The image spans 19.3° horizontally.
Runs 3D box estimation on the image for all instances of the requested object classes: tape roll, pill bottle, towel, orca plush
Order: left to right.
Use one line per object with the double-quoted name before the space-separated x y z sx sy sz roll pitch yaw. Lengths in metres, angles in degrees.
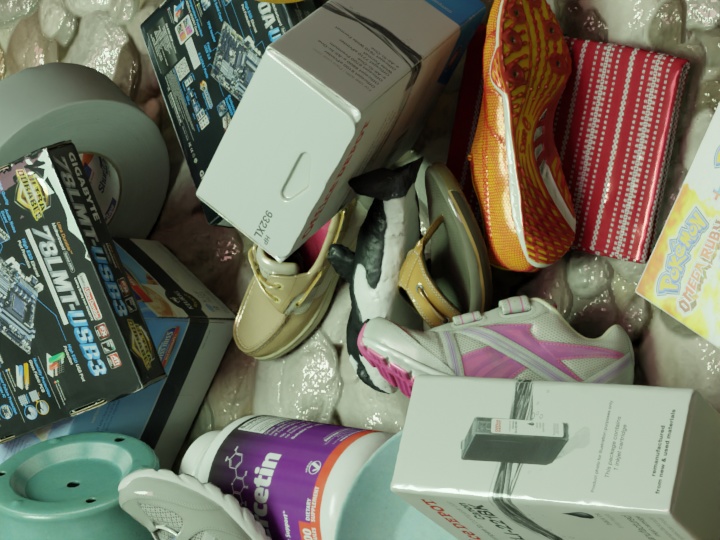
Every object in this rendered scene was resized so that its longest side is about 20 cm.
"tape roll" -0.259 -0.070 1.757 0.066 0.199 0.201 42 115 38
"pill bottle" -0.045 0.169 1.588 0.199 0.112 0.113 3 89 45
"orca plush" 0.000 0.000 1.531 0.071 0.105 0.201 20 146 22
"towel" 0.139 -0.092 1.489 0.199 0.022 0.146 16 98 44

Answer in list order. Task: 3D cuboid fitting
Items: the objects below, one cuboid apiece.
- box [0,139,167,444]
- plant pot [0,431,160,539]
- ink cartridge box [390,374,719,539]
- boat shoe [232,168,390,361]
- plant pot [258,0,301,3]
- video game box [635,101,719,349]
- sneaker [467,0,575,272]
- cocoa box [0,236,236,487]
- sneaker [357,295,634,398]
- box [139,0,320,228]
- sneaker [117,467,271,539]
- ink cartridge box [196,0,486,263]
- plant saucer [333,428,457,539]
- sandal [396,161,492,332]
"box" -0.273 0.026 1.646 0.198 0.050 0.201 -22 93 23
"plant pot" -0.209 0.236 1.645 0.199 0.199 0.189 16 121 44
"ink cartridge box" 0.140 0.133 1.348 0.199 0.144 0.084 2 66 33
"boat shoe" -0.052 -0.011 1.638 0.200 0.069 0.074 -55 53 26
"plant pot" -0.089 -0.325 1.585 0.199 0.183 0.202 -8 73 28
"video game box" 0.283 -0.031 1.326 0.182 0.047 0.201 38 113 42
"sneaker" 0.101 -0.099 1.465 0.077 0.073 0.202 -8 78 53
"cocoa box" -0.218 0.087 1.753 0.133 0.131 0.201 42 116 38
"sneaker" 0.098 0.058 1.444 0.081 0.199 0.089 103 -179 -77
"box" -0.090 -0.159 1.704 0.159 0.046 0.201 -39 61 36
"sneaker" -0.099 0.220 1.521 0.200 0.082 0.075 39 151 -1
"ink cartridge box" -0.012 -0.119 1.491 0.084 0.200 0.145 37 129 8
"plant saucer" 0.082 0.197 1.469 0.199 0.039 0.202 -4 72 11
"sandal" 0.052 0.022 1.499 0.082 0.054 0.201 -127 32 -50
